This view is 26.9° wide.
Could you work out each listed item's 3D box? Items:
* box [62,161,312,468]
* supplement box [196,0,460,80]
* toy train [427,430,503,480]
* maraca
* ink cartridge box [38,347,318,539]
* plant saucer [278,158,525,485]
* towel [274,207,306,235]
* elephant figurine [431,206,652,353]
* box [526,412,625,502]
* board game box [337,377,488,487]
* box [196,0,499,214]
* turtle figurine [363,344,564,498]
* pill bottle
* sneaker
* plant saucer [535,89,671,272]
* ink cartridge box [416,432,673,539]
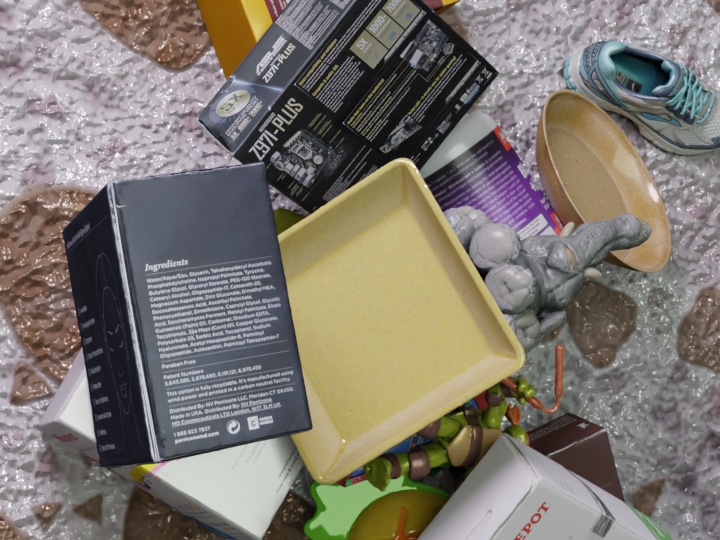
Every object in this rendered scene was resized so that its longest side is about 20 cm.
[{"bbox_3d":[-0.136,0.039,1.128,0.124,0.200,0.197,-10,86,-21],"label":"box"},{"bbox_3d":[-0.048,-0.295,1.380,0.200,0.133,0.198,-21,91,-19],"label":"supplement box"},{"bbox_3d":[0.054,0.161,1.416,0.200,0.042,0.057,12,62,-21],"label":"toy train"},{"bbox_3d":[0.038,0.251,1.366,0.137,0.107,0.200,-42,96,-10],"label":"maraca"},{"bbox_3d":[-0.152,0.121,1.296,0.200,0.147,0.145,33,74,-11],"label":"ink cartridge box"},{"bbox_3d":[0.009,0.043,1.228,0.200,0.048,0.200,-32,75,10],"label":"plant saucer"},{"bbox_3d":[0.000,0.000,1.397,0.200,0.086,0.018,21,46,-15],"label":"towel"},{"bbox_3d":[0.140,0.014,1.314,0.200,0.155,0.142,-8,107,-56],"label":"elephant figurine"},{"bbox_3d":[0.196,0.248,1.416,0.100,0.075,0.200,-21,107,-19],"label":"box"},{"bbox_3d":[0.057,0.120,1.343,0.200,0.019,0.103,-13,115,-44],"label":"board game box"},{"bbox_3d":[-0.010,-0.149,1.289,0.164,0.086,0.200,35,97,-38],"label":"box"},{"bbox_3d":[0.089,0.139,1.300,0.161,0.064,0.200,4,121,-27],"label":"turtle figurine"},{"bbox_3d":[0.101,-0.078,1.419,0.111,0.111,0.200,-36,97,-18],"label":"pill bottle"},{"bbox_3d":[0.305,-0.173,1.508,0.200,0.086,0.078,19,79,-16],"label":"sneaker"},{"bbox_3d":[0.228,-0.080,1.457,0.200,0.035,0.200,33,40,-34],"label":"plant saucer"},{"bbox_3d":[0.161,0.249,1.293,0.200,0.084,0.146,33,101,-29],"label":"ink cartridge box"}]
